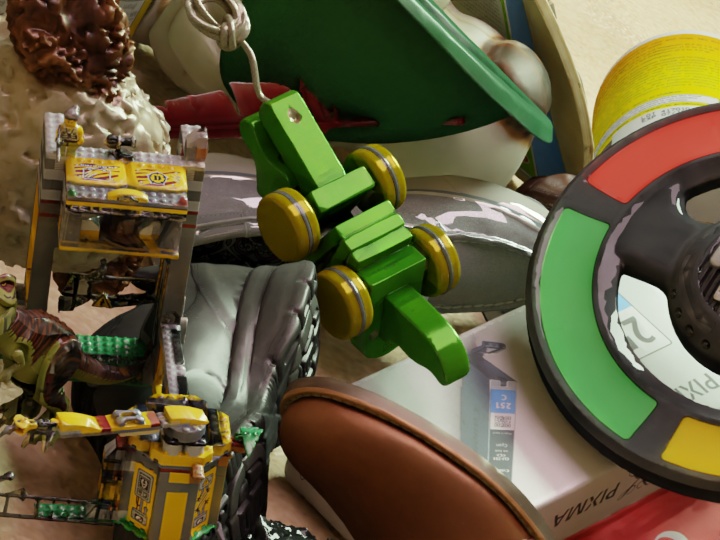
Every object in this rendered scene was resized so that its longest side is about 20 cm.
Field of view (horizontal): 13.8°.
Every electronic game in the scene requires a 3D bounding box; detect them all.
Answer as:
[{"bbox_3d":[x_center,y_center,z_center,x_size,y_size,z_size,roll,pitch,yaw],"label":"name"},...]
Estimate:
[{"bbox_3d":[0.168,0.010,1.241,0.200,0.200,0.042,48,-16,32],"label":"electronic game"}]

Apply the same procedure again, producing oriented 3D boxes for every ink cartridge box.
[{"bbox_3d":[0.098,0.093,1.237,0.200,0.045,0.176,-23,56,-37],"label":"ink cartridge box"}]

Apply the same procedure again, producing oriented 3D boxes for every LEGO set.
[{"bbox_3d":[-0.128,0.007,1.033,0.199,0.116,0.154,9,33,-3],"label":"LEGO set"}]

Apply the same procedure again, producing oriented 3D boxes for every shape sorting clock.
[{"bbox_3d":[0.068,-0.129,1.576,0.039,0.200,0.200,-25,52,-17],"label":"shape sorting clock"}]

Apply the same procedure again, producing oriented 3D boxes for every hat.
[{"bbox_3d":[-0.040,-0.070,1.354,0.200,0.176,0.166,42,6,-24],"label":"hat"}]

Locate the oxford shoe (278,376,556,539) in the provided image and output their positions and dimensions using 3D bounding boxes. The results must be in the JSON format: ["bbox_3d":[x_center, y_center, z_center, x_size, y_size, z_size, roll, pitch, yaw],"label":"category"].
[{"bbox_3d":[0.035,0.123,1.115,0.200,0.071,0.071,46,57,-7],"label":"oxford shoe"}]

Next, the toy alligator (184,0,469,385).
[{"bbox_3d":[-0.020,-0.029,1.242,0.059,0.054,0.200,-27,75,-30],"label":"toy alligator"}]

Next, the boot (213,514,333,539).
[{"bbox_3d":[0.017,0.178,1.023,0.198,0.073,0.163,38,11,-16],"label":"boot"}]

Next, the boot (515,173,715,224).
[{"bbox_3d":[0.173,0.007,1.457,0.186,0.064,0.200,22,-2,-13],"label":"boot"}]

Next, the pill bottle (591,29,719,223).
[{"bbox_3d":[0.182,-0.066,1.653,0.109,0.109,0.200,30,24,-7],"label":"pill bottle"}]

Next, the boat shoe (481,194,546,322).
[{"bbox_3d":[0.107,0.051,1.381,0.067,0.073,0.200,64,5,-52],"label":"boat shoe"}]

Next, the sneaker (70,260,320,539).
[{"bbox_3d":[-0.074,0.063,1.141,0.090,0.076,0.200,8,32,8],"label":"sneaker"}]

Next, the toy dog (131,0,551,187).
[{"bbox_3d":[0.001,-0.111,1.477,0.200,0.140,0.194,32,18,-14],"label":"toy dog"}]

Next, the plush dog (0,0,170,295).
[{"bbox_3d":[-0.156,-0.057,1.142,0.171,0.200,0.161,11,51,14],"label":"plush dog"}]

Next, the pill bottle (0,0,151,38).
[{"bbox_3d":[-0.137,-0.152,1.299,0.114,0.200,0.114,27,25,-13],"label":"pill bottle"}]

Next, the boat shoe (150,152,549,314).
[{"bbox_3d":[0.000,-0.001,1.328,0.200,0.070,0.072,7,39,-11],"label":"boat shoe"}]
